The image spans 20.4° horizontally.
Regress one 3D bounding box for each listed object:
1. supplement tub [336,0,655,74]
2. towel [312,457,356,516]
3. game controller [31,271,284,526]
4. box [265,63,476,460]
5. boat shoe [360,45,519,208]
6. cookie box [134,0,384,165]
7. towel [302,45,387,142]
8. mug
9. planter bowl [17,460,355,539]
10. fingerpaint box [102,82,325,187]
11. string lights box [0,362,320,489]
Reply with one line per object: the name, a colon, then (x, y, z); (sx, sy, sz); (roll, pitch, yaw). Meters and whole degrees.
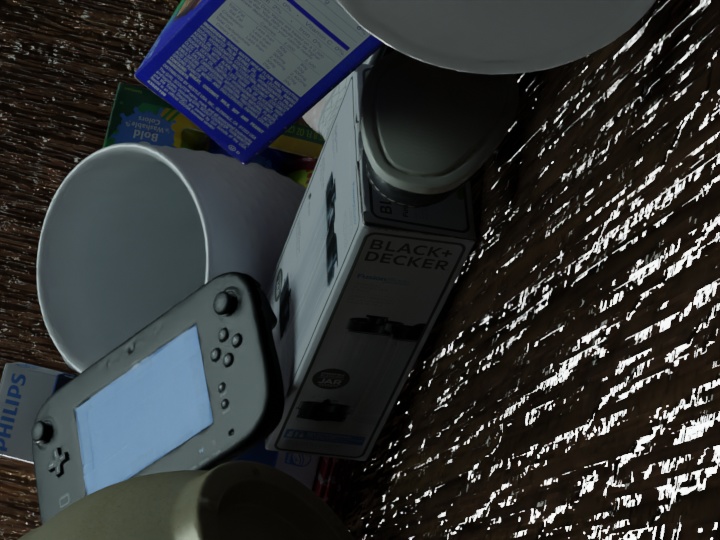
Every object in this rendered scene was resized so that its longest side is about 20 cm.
supplement tub: (0.051, -0.180, 0.717); (0.144, 0.144, 0.200); (110, 170, -47)
towel: (-0.011, 0.100, 1.252); (0.145, 0.022, 0.200); (159, 126, -85)
game controller: (-0.117, 0.084, 1.132); (0.200, 0.042, 0.104); (-35, 45, 33)
box: (0.000, 0.000, 1.081); (0.200, 0.060, 0.117); (113, 161, -46)
boat shoe: (0.036, -0.087, 0.986); (0.200, 0.074, 0.060); (-80, 7, -49)
cookie box: (0.000, -0.167, 0.922); (0.200, 0.075, 0.171); (-36, 22, 49)
towel: (0.017, -0.171, 1.203); (0.200, 0.032, 0.191); (-62, 17, 10)
mug: (-0.107, 0.013, 1.272); (0.200, 0.175, 0.148); (-35, 67, 31)
planter bowl: (-0.077, 0.181, 1.029); (0.135, 0.200, 0.200); (-43, 23, 27)
fingerpaint box: (-0.094, -0.025, 1.414); (0.073, 0.200, 0.167); (118, 164, -68)
string lights box: (-0.129, 0.110, 1.263); (0.103, 0.200, 0.059); (155, 130, -85)
